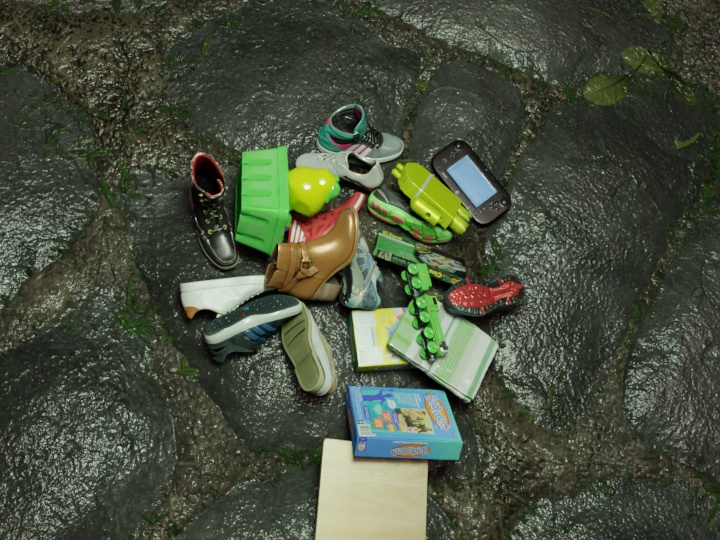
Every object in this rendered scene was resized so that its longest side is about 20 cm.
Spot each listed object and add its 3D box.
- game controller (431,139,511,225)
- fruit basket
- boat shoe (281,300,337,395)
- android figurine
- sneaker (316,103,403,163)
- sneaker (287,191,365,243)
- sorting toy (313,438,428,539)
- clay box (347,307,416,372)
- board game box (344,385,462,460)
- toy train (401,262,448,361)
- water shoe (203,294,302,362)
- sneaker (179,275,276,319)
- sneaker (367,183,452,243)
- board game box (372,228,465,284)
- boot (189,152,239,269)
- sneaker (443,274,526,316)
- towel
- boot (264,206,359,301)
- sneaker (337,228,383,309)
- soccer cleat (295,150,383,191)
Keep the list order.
[{"bbox_3d":[0.245,-0.195,1.758,0.103,0.042,0.201,-32,76,-22],"label":"game controller"},{"bbox_3d":[-0.145,-0.142,1.566,0.210,0.157,0.219,11,46,-11],"label":"fruit basket"},{"bbox_3d":[-0.097,0.152,1.517,0.068,0.074,0.203,31,32,-46],"label":"boat shoe"},{"bbox_3d":[0.149,-0.155,1.667,0.198,0.041,0.183,38,27,-3],"label":"android figurine"},{"bbox_3d":[0.008,-0.300,1.710,0.194,0.121,0.086,3,65,-11],"label":"sneaker"},{"bbox_3d":[-0.079,-0.109,1.633,0.114,0.079,0.201,35,63,3],"label":"sneaker"},{"bbox_3d":[0.016,0.421,1.422,0.194,0.070,0.204,9,65,-9],"label":"sorting toy"},{"bbox_3d":[0.079,0.135,1.574,0.194,0.048,0.118,-2,67,-14],"label":"clay box"},{"bbox_3d":[0.076,0.280,1.465,0.194,0.046,0.153,5,28,-10],"label":"board game box"},{"bbox_3d":[0.127,0.078,1.536,0.055,0.042,0.205,1,64,-29],"label":"toy train"},{"bbox_3d":[-0.202,0.109,1.516,0.195,0.081,0.072,-18,31,-16],"label":"water shoe"},{"bbox_3d":[-0.249,0.054,1.540,0.195,0.073,0.087,-7,91,-16],"label":"sneaker"},{"bbox_3d":[0.112,-0.125,1.681,0.197,0.077,0.085,29,67,1],"label":"sneaker"},{"bbox_3d":[0.123,-0.027,1.638,0.195,0.024,0.105,20,28,-2],"label":"board game box"},{"bbox_3d":[-0.288,-0.117,1.550,0.071,0.151,0.204,-14,71,-17],"label":"boot"},{"bbox_3d":[0.242,0.068,1.606,0.196,0.096,0.081,-4,63,-31],"label":"sneaker"},{"bbox_3d":[0.161,0.146,1.551,0.198,0.031,0.151,34,58,1],"label":"towel"},{"bbox_3d":[-0.092,-0.039,1.522,0.151,0.074,0.205,13,102,-28],"label":"boot"},{"bbox_3d":[0.000,0.000,1.602,0.085,0.078,0.204,20,46,-24],"label":"sneaker"},{"bbox_3d":[-0.045,-0.223,1.671,0.195,0.086,0.070,15,64,12],"label":"soccer cleat"}]
